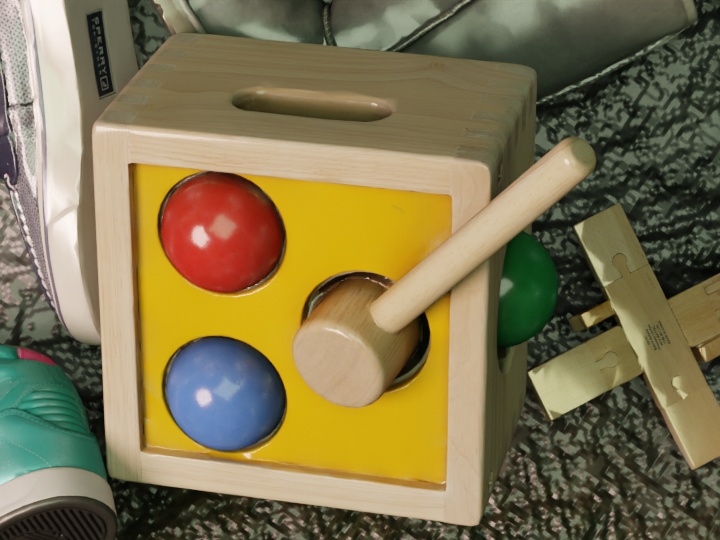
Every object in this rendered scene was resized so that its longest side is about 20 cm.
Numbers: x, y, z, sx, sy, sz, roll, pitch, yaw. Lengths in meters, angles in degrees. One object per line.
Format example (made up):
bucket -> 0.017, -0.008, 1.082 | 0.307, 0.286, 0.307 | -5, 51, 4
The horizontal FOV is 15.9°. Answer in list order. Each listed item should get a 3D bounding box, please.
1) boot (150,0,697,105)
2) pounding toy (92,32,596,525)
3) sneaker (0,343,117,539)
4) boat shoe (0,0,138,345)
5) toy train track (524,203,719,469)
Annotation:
boot -> 0.019, -0.129, 1.098 | 0.199, 0.073, 0.182 | -34, 103, 4
pounding toy -> 0.000, 0.000, 1.004 | 0.199, 0.142, 0.185 | 6, 117, 13
sneaker -> -0.188, 0.092, 1.083 | 0.199, 0.083, 0.121 | -31, 51, 26
boat shoe -> -0.146, -0.068, 1.102 | 0.092, 0.075, 0.202 | -1, 98, 26
toy train track -> 0.161, 0.011, 1.117 | 0.199, 0.033, 0.115 | -26, 89, -9
